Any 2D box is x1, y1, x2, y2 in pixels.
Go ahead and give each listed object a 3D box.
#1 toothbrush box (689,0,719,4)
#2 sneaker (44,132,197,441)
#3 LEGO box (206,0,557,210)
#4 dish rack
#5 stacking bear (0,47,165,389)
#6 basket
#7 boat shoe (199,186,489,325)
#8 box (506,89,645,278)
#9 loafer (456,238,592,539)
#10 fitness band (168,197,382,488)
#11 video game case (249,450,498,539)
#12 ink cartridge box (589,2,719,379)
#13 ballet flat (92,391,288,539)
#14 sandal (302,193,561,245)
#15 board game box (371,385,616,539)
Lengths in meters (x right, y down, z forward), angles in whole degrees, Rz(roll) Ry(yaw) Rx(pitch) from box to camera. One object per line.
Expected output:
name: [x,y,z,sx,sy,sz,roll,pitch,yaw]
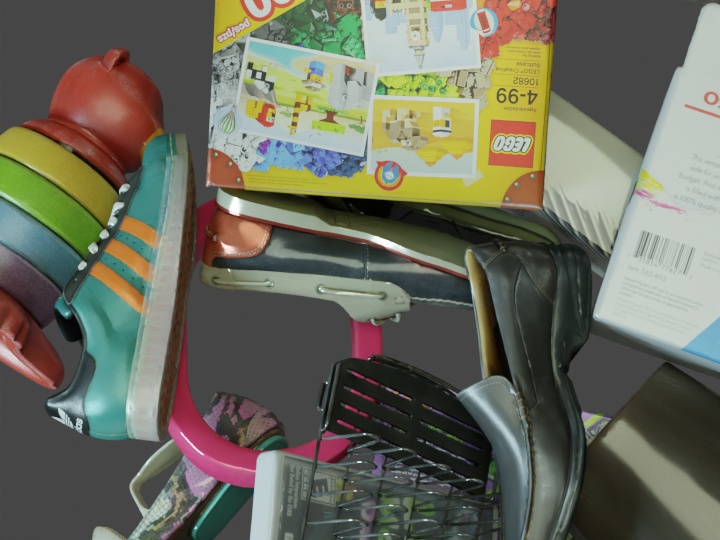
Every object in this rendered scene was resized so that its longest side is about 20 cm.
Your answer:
toothbrush box: [0.261,-0.278,1.233,0.144,0.086,0.202,11,80,4]
sneaker: [-0.145,0.004,1.148,0.079,0.072,0.202,5,64,3]
LEGO box: [0.014,-0.119,1.123,0.198,0.077,0.151,4,98,3]
dish rack: [0.030,0.152,1.082,0.153,0.054,0.202,27,62,-35]
stacking bear: [-0.195,-0.048,1.206,0.113,0.122,0.201,27,74,19]
basket: [0.218,0.163,1.119,0.200,0.136,0.181,41,83,11]
boat shoe: [0.000,0.000,1.160,0.198,0.071,0.063,14,103,-4]
box: [0.169,-0.031,1.200,0.199,0.082,0.069,36,84,9]
loafer: [0.088,0.078,1.092,0.072,0.073,0.202,9,67,-15]
fitness band: [-0.058,0.041,1.190,0.142,0.038,0.202,-2,62,-3]
video game case: [0.007,0.220,1.096,0.181,0.023,0.202,19,67,-38]
ink cartridge box: [0.221,-0.043,1.124,0.114,0.068,0.202,20,83,6]
ballet flat: [-0.125,0.163,1.193,0.071,0.069,0.201,30,79,25]
sandal: [0.039,-0.049,1.217,0.199,0.080,0.058,23,65,0]
board game box: [0.104,0.143,1.200,0.198,0.032,0.121,10,85,3]
